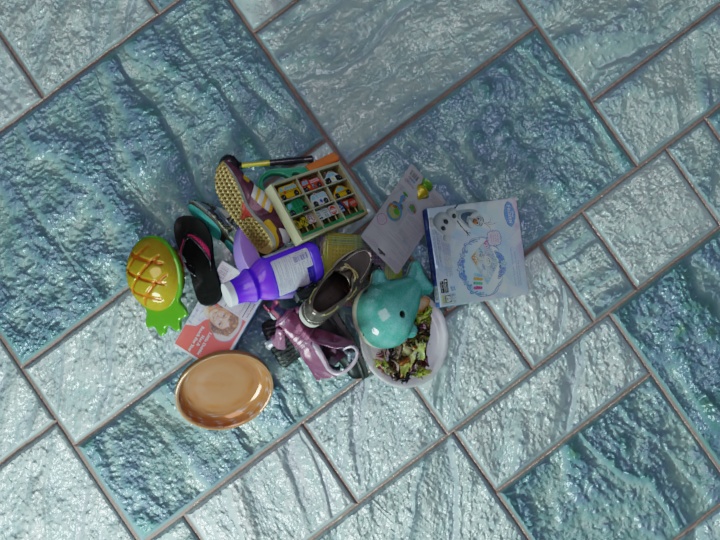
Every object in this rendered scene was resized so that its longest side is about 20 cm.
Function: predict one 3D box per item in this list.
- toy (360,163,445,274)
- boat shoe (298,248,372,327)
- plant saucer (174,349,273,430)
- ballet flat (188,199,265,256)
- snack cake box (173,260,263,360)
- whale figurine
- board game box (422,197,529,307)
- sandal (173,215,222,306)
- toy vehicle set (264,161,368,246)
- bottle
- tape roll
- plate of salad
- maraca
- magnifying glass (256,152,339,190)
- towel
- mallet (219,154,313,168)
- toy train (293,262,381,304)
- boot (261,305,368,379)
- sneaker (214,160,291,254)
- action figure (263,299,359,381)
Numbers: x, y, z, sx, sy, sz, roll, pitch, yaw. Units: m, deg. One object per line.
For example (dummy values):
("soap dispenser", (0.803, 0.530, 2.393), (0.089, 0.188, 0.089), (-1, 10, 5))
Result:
("toy", (0.082, -0.106, 1.691), (0.115, 0.047, 0.201), (44, 70, -21))
("boat shoe", (-0.037, 0.024, 1.549), (0.072, 0.059, 0.200), (45, 60, -1))
("plant saucer", (-0.274, 0.235, 1.652), (0.196, 0.038, 0.203), (-9, 126, -12))
("ballet flat", (-0.269, -0.083, 1.706), (0.074, 0.074, 0.200), (-44, 90, -2))
("snack cake box", (-0.282, 0.095, 1.688), (0.114, 0.067, 0.202), (31, 88, -1))
("whale figurine", (0.077, 0.064, 1.607), (0.199, 0.103, 0.161), (-39, 107, -28))
("board game box", (0.237, -0.037, 1.689), (0.195, 0.043, 0.204), (-7, 88, -12))
("sandal", (-0.328, -0.026, 1.652), (0.074, 0.045, 0.203), (-26, 71, 12))
("toy vehicle set", (-0.084, -0.134, 1.624), (0.199, 0.026, 0.126), (-26, 83, -45))
("bottle", (-0.167, 0.012, 1.564), (0.198, 0.065, 0.085), (-23, 108, -25))
("tape roll", (-0.155, -0.048, 1.660), (0.197, 0.066, 0.204), (6, 74, -21))
("plate of salad", (0.094, 0.137, 1.676), (0.196, 0.048, 0.204), (3, 82, -19))
("maraca", (-0.411, 0.030, 1.669), (0.135, 0.106, 0.204), (-16, 88, 32))
("magnifying glass", (-0.125, -0.194, 1.677), (0.199, 0.023, 0.080), (-30, 65, -33))
("towel", (0.000, 0.000, 1.672), (0.197, 0.023, 0.147), (2, 89, -31))
("mallet", (-0.199, -0.223, 1.723), (0.196, 0.066, 0.042), (-6, 89, -15))
("toy train", (-0.044, 0.026, 1.607), (0.197, 0.046, 0.035), (-19, 79, -28))
("boot", (-0.092, 0.162, 1.680), (0.157, 0.079, 0.213), (-33, 83, -4))
("sneaker", (-0.204, -0.129, 1.595), (0.090, 0.075, 0.202), (-29, 86, -44))
("action figure", (-0.111, 0.132, 1.577), (0.199, 0.149, 0.134), (40, 91, -8))
